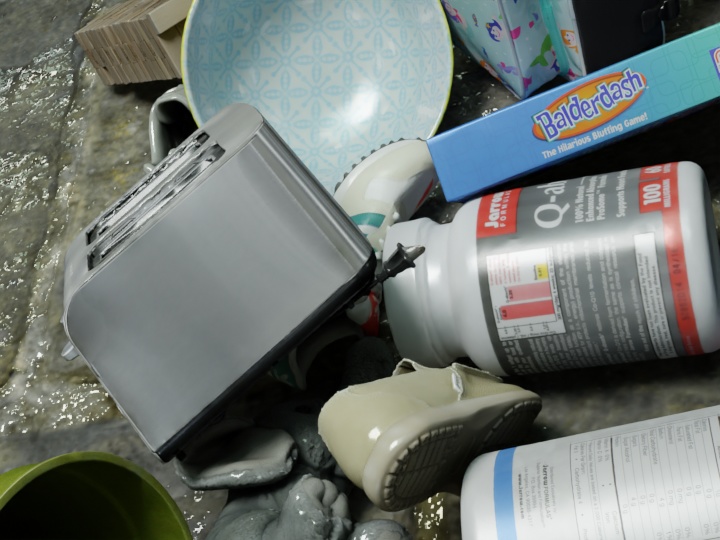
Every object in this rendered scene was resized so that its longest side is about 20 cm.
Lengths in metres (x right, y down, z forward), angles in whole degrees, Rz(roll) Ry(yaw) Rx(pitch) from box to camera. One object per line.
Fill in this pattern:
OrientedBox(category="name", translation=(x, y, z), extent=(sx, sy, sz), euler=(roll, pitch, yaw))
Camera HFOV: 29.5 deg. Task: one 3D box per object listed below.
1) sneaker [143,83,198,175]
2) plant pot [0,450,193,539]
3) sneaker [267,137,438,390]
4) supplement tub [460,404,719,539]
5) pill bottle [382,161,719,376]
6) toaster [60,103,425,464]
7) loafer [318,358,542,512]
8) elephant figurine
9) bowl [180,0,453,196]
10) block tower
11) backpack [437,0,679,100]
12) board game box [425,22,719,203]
OrientedBox(category="sneaker", translation=(-0.120, -0.127, 1.070), extent=(0.075, 0.092, 0.202), euler=(-17, 48, 24))
OrientedBox(category="plant pot", translation=(-0.228, 0.211, 0.816), extent=(0.191, 0.201, 0.202), euler=(-6, 52, 34))
OrientedBox(category="sneaker", translation=(0.000, 0.000, 0.947), extent=(0.200, 0.071, 0.093), euler=(-43, 56, -8))
OrientedBox(category="supplement tub", translation=(0.161, 0.144, 0.717), extent=(0.197, 0.133, 0.133), euler=(-13, 50, 13))
OrientedBox(category="pill bottle", translation=(0.120, 0.004, 0.851), extent=(0.197, 0.116, 0.117), euler=(-8, 52, 18))
OrientedBox(category="toaster", translation=(-0.088, -0.003, 0.831), extent=(0.199, 0.119, 0.181), euler=(-41, 17, -2))
OrientedBox(category="loafer", translation=(0.043, 0.085, 0.776), extent=(0.068, 0.199, 0.076), euler=(36, 102, 24))
OrientedBox(category="elephant figurine", translation=(-0.045, 0.139, 0.835), extent=(0.143, 0.153, 0.201), euler=(-65, 28, 27))
OrientedBox(category="bowl", translation=(-0.033, -0.154, 1.032), extent=(0.198, 0.202, 0.108), euler=(-30, 5, 0))
OrientedBox(category="block tower", translation=(-0.172, -0.189, 1.113), extent=(0.054, 0.058, 0.199), euler=(-38, 20, -20))
OrientedBox(category="backpack", translation=(0.118, -0.236, 0.997), extent=(0.149, 0.179, 0.201), euler=(-27, 44, -5))
OrientedBox(category="board game box", translation=(0.147, -0.099, 0.902), extent=(0.197, 0.152, 0.046), euler=(-21, 90, 7))
